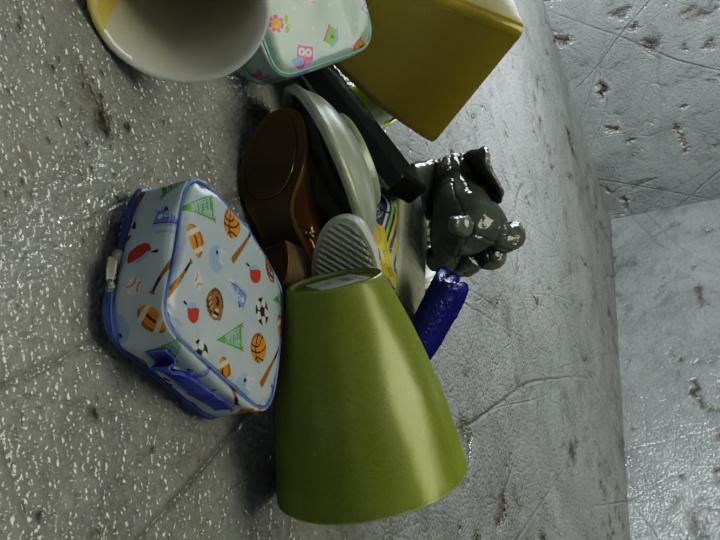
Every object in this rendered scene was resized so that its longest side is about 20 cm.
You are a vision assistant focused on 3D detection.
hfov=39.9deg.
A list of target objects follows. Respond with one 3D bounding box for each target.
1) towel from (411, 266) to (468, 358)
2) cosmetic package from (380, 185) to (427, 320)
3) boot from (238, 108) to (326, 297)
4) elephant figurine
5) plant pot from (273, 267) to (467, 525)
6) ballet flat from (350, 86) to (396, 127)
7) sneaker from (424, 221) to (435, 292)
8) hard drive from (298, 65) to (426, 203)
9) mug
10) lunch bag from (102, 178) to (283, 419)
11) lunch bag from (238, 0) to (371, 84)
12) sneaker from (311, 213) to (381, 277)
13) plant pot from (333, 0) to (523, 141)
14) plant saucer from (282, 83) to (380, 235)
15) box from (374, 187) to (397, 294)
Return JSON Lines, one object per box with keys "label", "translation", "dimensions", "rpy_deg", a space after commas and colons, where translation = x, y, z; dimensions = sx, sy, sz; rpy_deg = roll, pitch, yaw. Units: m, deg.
{"label": "towel", "translation": [0.068, 0.096, 1.157], "dimensions": [0.201, 0.049, 0.148], "rpy_deg": [-64, 177, 8]}
{"label": "cosmetic package", "translation": [0.036, -0.024, 1.279], "dimensions": [0.104, 0.073, 0.201], "rpy_deg": [55, 32, -49]}
{"label": "boot", "translation": [-0.057, -0.056, 1.051], "dimensions": [0.155, 0.076, 0.202], "rpy_deg": [27, 54, -65]}
{"label": "elephant figurine", "translation": [0.126, -0.103, 1.310], "dimensions": [0.141, 0.155, 0.201], "rpy_deg": [2, 62, -26]}
{"label": "plant pot", "translation": [-0.007, 0.105, 0.936], "dimensions": [0.187, 0.186, 0.202], "rpy_deg": [-32, 113, -67]}
{"label": "ballet flat", "translation": [0.026, -0.225, 1.356], "dimensions": [0.200, 0.067, 0.067], "rpy_deg": [-37, 115, -66]}
{"label": "sneaker", "translation": [0.077, -0.041, 1.383], "dimensions": [0.199, 0.079, 0.130], "rpy_deg": [-49, 123, -65]}
{"label": "hard drive", "translation": [-0.002, -0.171, 1.162], "dimensions": [0.200, 0.033, 0.140], "rpy_deg": [53, 10, 10]}
{"label": "mug", "translation": [-0.151, -0.279, 0.841], "dimensions": [0.154, 0.148, 0.187], "rpy_deg": [-89, 163, -47]}
{"label": "lunch bag", "translation": [-0.135, 0.030, 0.821], "dimensions": [0.200, 0.075, 0.161], "rpy_deg": [52, 36, -51]}
{"label": "lunch bag", "translation": [-0.085, -0.304, 1.036], "dimensions": [0.160, 0.077, 0.201], "rpy_deg": [-28, 107, -32]}
{"label": "sneaker", "translation": [-0.002, 0.023, 1.024], "dimensions": [0.082, 0.073, 0.201], "rpy_deg": [-67, 155, -58]}
{"label": "plant pot", "translation": [0.059, -0.323, 1.263], "dimensions": [0.175, 0.200, 0.201], "rpy_deg": [17, 42, -30]}
{"label": "plant saucer", "translation": [-0.023, -0.110, 1.062], "dimensions": [0.201, 0.050, 0.200], "rpy_deg": [61, -13, 25]}
{"label": "box", "translation": [0.000, 0.000, 1.155], "dimensions": [0.064, 0.070, 0.201], "rpy_deg": [16, 60, -29]}
